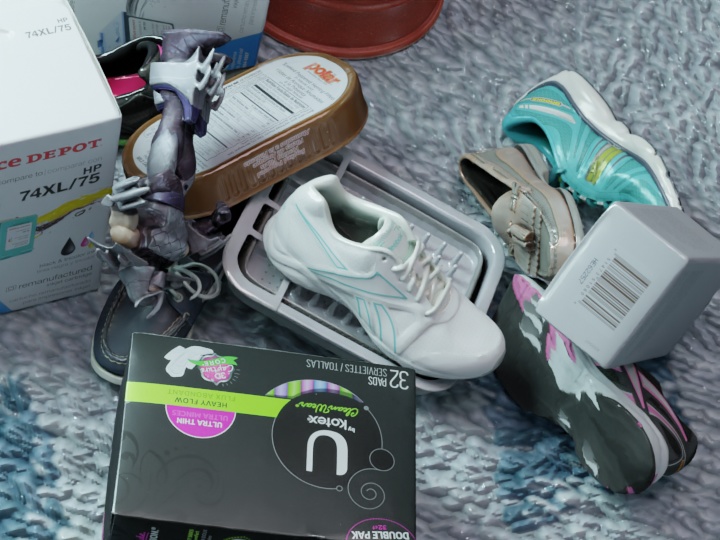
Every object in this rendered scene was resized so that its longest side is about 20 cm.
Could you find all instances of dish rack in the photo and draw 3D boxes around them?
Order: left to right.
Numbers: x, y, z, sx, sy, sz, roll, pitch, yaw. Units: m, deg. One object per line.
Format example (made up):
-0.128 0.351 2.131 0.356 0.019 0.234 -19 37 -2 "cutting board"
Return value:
0.000 0.000 1.528 0.199 0.044 0.172 28 51 -4 "dish rack"

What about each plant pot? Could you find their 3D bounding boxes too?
-0.006 -0.318 1.688 0.200 0.196 0.202 6 51 -8 "plant pot"

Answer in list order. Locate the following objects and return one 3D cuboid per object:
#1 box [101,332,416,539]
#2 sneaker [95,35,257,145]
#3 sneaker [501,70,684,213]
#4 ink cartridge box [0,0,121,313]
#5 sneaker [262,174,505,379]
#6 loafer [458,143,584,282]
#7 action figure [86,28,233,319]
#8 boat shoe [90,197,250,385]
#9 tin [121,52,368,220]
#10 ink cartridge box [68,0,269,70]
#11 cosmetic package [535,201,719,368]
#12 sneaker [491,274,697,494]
-0.071 0.145 1.365 0.199 0.125 0.149 8 51 -9 "box"
-0.150 -0.140 1.588 0.199 0.084 0.077 -4 55 -16 "sneaker"
0.193 -0.076 1.641 0.079 0.078 0.200 -32 57 -15 "sneaker"
-0.270 -0.083 1.442 0.146 0.200 0.146 -15 58 -23 "ink cartridge box"
0.024 0.007 1.458 0.200 0.080 0.071 34 49 -3 "sneaker"
0.122 -0.043 1.559 0.062 0.072 0.200 2 24 -10 "loafer"
-0.133 -0.065 1.408 0.069 0.130 0.201 7 79 15 "action figure"
-0.135 0.001 1.498 0.075 0.062 0.200 32 53 10 "boat shoe"
-0.087 -0.104 1.529 0.199 0.042 0.112 -29 43 -19 "tin"
-0.173 -0.233 1.614 0.199 0.147 0.086 7 54 -8 "ink cartridge box"
0.207 0.009 1.483 0.074 0.102 0.200 40 13 15 "cosmetic package"
0.175 0.087 1.512 0.086 0.080 0.200 -2 48 -44 "sneaker"
